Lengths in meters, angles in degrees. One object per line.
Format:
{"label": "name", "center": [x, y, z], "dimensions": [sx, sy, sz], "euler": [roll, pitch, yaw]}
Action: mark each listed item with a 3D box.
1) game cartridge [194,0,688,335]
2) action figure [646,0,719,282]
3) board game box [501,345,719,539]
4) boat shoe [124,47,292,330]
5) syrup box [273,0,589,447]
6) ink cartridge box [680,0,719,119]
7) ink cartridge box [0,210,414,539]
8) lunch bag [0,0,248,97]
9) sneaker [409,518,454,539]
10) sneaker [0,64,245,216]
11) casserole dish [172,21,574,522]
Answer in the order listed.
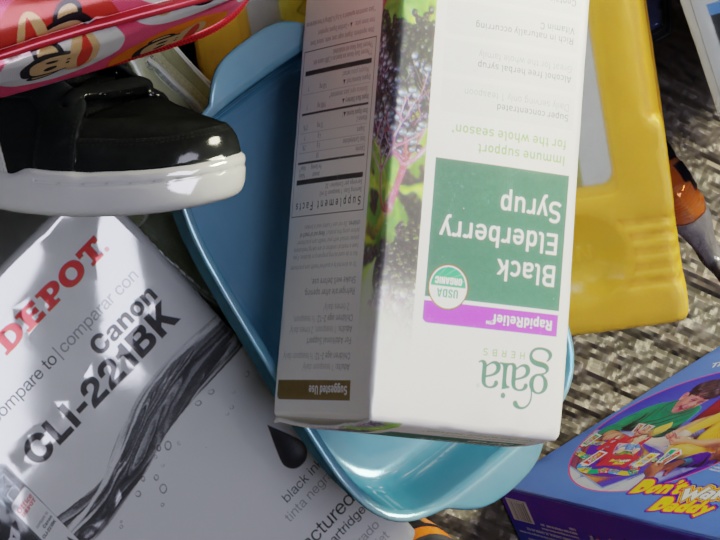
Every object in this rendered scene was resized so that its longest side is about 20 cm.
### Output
{"label": "game cartridge", "center": [0.028, -0.066, 1.127], "dimensions": [0.176, 0.032, 0.200], "euler": [-8, 102, 7]}
{"label": "action figure", "center": [0.050, -0.055, 1.196], "dimensions": [0.200, 0.105, 0.194], "euler": [-20, 97, 5]}
{"label": "board game box", "center": [0.165, 0.086, 1.182], "dimensions": [0.134, 0.200, 0.045], "euler": [-30, 106, -22]}
{"label": "boat shoe", "center": [-0.087, -0.052, 1.100], "dimensions": [0.200, 0.072, 0.062], "euler": [53, 25, -4]}
{"label": "syrup box", "center": [0.027, -0.040, 1.036], "dimensions": [0.079, 0.081, 0.200], "euler": [7, 84, -27]}
{"label": "ink cartridge box", "center": [0.153, -0.155, 1.180], "dimensions": [0.043, 0.200, 0.198], "euler": [-16, 104, 17]}
{"label": "ink cartridge box", "center": [-0.101, 0.078, 1.106], "dimensions": [0.144, 0.084, 0.200], "euler": [-47, 111, -13]}
{"label": "lunch bag", "center": [-0.107, -0.165, 0.958], "dimensions": [0.176, 0.082, 0.200], "euler": [-18, 86, -18]}
{"label": "sneaker", "center": [-0.003, 0.193, 1.150], "dimensions": [0.078, 0.112, 0.200], "euler": [15, 86, -27]}
{"label": "sneaker", "center": [-0.129, -0.085, 1.018], "dimensions": [0.073, 0.200, 0.112], "euler": [-19, 114, -55]}
{"label": "casserole dish", "center": [0.000, 0.000, 1.088], "dimensions": [0.121, 0.039, 0.200], "euler": [-38, 107, -26]}
